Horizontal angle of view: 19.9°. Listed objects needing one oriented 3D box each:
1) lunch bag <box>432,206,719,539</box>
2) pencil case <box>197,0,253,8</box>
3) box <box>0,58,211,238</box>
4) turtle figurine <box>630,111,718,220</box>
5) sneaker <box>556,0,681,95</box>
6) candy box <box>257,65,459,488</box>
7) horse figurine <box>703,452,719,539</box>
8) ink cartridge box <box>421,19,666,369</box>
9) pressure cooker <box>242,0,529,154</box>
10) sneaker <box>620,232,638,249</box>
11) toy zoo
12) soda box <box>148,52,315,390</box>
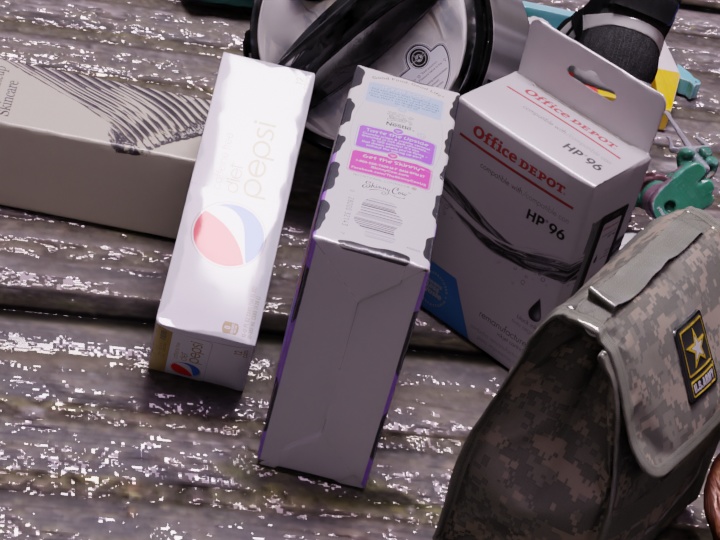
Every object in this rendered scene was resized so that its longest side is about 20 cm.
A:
[{"bbox_3d":[0.145,0.075,1.169,0.117,0.201,0.164,30,37,21],"label":"lunch bag"},{"bbox_3d":[-0.045,-0.252,1.645,0.199,0.085,0.093,3,53,-18],"label":"pencil case"},{"bbox_3d":[-0.178,-0.081,1.375,0.199,0.069,0.082,11,36,-7],"label":"box"},{"bbox_3d":[0.181,-0.078,1.460,0.149,0.101,0.200,20,4,-8],"label":"turtle figurine"},{"bbox_3d":[0.192,-0.186,1.473,0.073,0.112,0.200,21,10,-7],"label":"sneaker"},{"bbox_3d":[0.000,0.000,1.245,0.071,0.168,0.200,14,35,-2],"label":"candy box"},{"bbox_3d":[0.251,0.141,1.214,0.200,0.050,0.133,2,51,-54],"label":"horse figurine"},{"bbox_3d":[0.110,-0.045,1.318,0.116,0.201,0.068,35,40,26],"label":"ink cartridge box"},{"bbox_3d":[0.016,-0.158,1.416,0.178,0.177,0.200,10,3,17],"label":"pressure cooker"},{"bbox_3d":[0.266,0.028,1.371,0.201,0.077,0.146,-5,28,-11],"label":"sneaker"},{"bbox_3d":[0.181,-0.170,1.671,0.199,0.021,0.132,12,35,-4],"label":"toy zoo"},{"bbox_3d":[-0.080,-0.032,1.279,0.063,0.068,0.201,13,61,-3],"label":"soda box"}]
